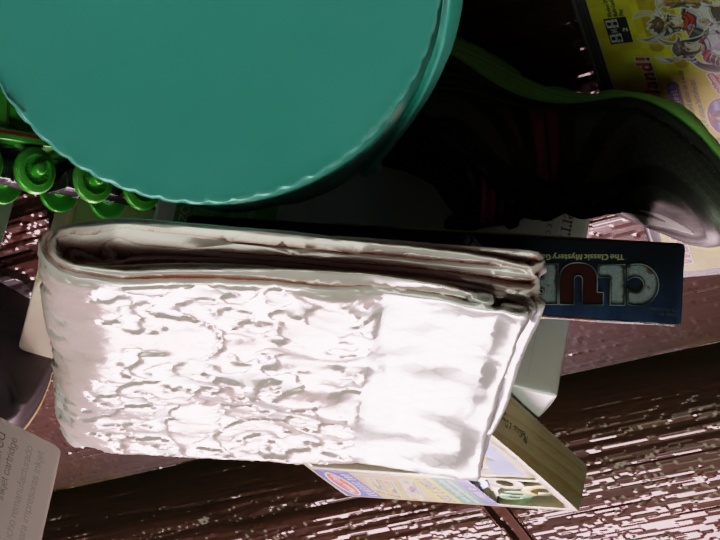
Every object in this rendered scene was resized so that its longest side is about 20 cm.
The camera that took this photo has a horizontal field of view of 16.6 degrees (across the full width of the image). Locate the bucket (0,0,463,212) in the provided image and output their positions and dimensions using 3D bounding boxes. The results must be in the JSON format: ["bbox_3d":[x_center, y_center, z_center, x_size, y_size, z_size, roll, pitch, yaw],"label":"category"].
[{"bbox_3d":[-0.057,-0.118,0.958,0.207,0.208,0.135,13,-175,-3],"label":"bucket"}]

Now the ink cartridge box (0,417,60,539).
[{"bbox_3d":[-0.250,0.111,1.109,0.200,0.147,0.083,30,136,-24],"label":"ink cartridge box"}]

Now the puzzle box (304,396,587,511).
[{"bbox_3d":[0.009,0.067,1.151,0.133,0.025,0.200,1,158,29],"label":"puzzle box"}]

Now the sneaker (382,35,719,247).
[{"bbox_3d":[0.079,-0.043,1.100,0.200,0.084,0.077,18,148,18],"label":"sneaker"}]

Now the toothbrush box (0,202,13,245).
[{"bbox_3d":[-0.270,-0.006,1.204,0.200,0.147,0.085,-24,131,33],"label":"toothbrush box"}]

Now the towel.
[{"bbox_3d":[-0.032,0.037,0.995,0.190,0.032,0.200,5,155,-3],"label":"towel"}]

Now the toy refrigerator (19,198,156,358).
[{"bbox_3d":[-0.063,0.018,1.241,0.200,0.076,0.070,16,140,-6],"label":"toy refrigerator"}]

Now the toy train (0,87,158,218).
[{"bbox_3d":[-0.173,-0.062,1.135,0.200,0.057,0.042,8,167,-41],"label":"toy train"}]

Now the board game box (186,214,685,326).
[{"bbox_3d":[0.029,0.000,1.046,0.199,0.035,0.135,3,180,0],"label":"board game box"}]

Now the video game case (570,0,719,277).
[{"bbox_3d":[0.204,-0.074,1.111,0.180,0.026,0.200,-5,139,18],"label":"video game case"}]

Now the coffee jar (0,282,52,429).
[{"bbox_3d":[-0.231,0.072,1.312,0.104,0.085,0.200,28,146,-7],"label":"coffee jar"}]

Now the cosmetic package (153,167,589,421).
[{"bbox_3d":[0.000,0.000,1.168,0.199,0.108,0.085,12,161,-2],"label":"cosmetic package"}]
